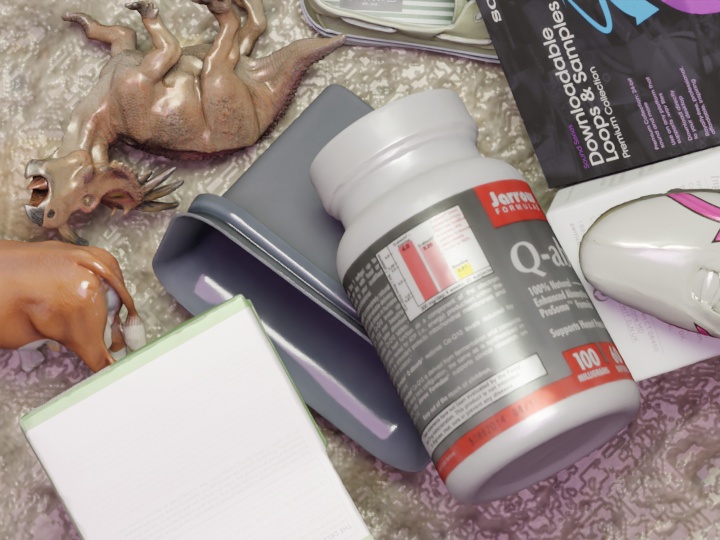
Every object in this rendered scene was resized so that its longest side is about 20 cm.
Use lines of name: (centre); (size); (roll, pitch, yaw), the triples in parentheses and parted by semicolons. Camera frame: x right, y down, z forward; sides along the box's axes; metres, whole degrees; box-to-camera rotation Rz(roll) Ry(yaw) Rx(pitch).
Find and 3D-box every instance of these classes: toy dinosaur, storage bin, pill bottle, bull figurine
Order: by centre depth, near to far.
pill bottle: (0.056, 0.012, 1.405); (0.115, 0.116, 0.201); (-28, 75, 2)
storage bin: (0.000, 0.000, 1.534); (0.200, 0.146, 0.135); (38, 65, 2)
bull figurine: (-0.207, 0.021, 1.539); (0.065, 0.199, 0.122); (-48, 130, -34)
toy dinosaur: (-0.105, -0.092, 1.554); (0.198, 0.086, 0.137); (-8, 95, -6)

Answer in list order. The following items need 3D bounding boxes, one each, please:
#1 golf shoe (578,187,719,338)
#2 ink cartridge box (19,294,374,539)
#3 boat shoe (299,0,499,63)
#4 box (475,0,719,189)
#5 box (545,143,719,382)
golf shoe: (0.210, 0.005, 1.360); (0.198, 0.092, 0.073); (9, 105, 7)
ink cartridge box: (-0.080, 0.134, 1.463); (0.145, 0.048, 0.201); (-29, 91, -4)
boat shoe: (0.063, -0.157, 1.553); (0.198, 0.062, 0.073); (-2, 91, 1)
box: (0.158, -0.133, 1.431); (0.199, 0.036, 0.144); (-15, 101, 45)
box: (0.218, -0.026, 1.477); (0.199, 0.152, 0.107); (-19, 96, 11)
